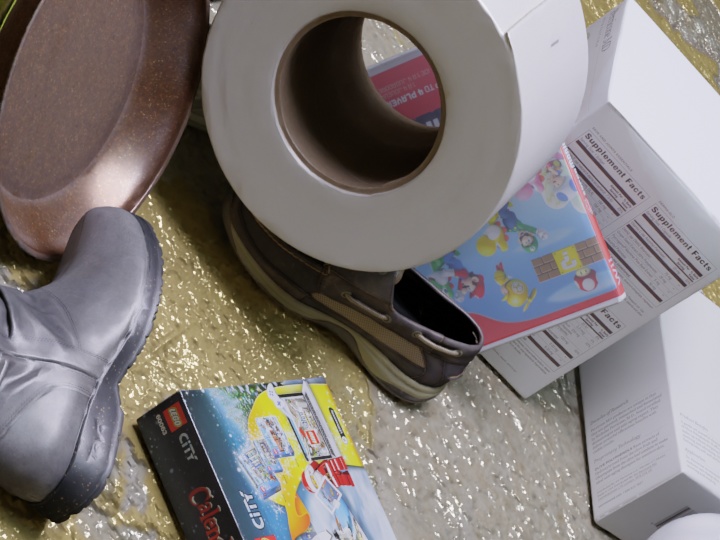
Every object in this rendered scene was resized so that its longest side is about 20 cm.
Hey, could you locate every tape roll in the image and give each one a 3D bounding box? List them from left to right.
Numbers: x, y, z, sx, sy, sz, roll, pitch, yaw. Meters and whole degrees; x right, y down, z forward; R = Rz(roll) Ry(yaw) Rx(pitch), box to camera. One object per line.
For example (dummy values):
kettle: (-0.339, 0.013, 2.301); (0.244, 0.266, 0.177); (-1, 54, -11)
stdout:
tape roll: (0.022, -0.116, 1.318); (0.203, 0.202, 0.139); (54, 28, -3)

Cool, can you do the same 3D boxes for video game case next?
video game case: (0.071, -0.051, 1.433); (0.201, 0.142, 0.017); (67, 23, -5)

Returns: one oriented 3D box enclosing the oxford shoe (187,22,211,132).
oxford shoe: (-0.061, -0.116, 1.435); (0.200, 0.058, 0.075); (15, 45, -50)

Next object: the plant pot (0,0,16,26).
plant pot: (-0.208, -0.251, 1.255); (0.184, 0.200, 0.200); (43, 31, 2)

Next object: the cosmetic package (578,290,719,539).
cosmetic package: (0.222, 0.104, 1.592); (0.107, 0.085, 0.201); (35, 36, -31)

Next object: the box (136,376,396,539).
box: (-0.033, 0.159, 1.231); (0.136, 0.038, 0.201); (-1, 62, -55)

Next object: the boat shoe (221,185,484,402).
boat shoe: (0.000, 0.000, 1.392); (0.200, 0.073, 0.075); (39, 34, -26)

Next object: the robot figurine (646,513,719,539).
robot figurine: (0.245, 0.220, 1.450); (0.200, 0.169, 0.114); (17, 70, -54)

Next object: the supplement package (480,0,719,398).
supplement package: (0.150, -0.049, 1.524); (0.151, 0.200, 0.152); (45, 32, -17)

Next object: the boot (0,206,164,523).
boot: (-0.176, 0.019, 1.130); (0.131, 0.070, 0.201); (35, 39, -29)

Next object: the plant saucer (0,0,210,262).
plant saucer: (-0.151, -0.104, 1.216); (0.037, 0.201, 0.200); (21, 22, 22)
